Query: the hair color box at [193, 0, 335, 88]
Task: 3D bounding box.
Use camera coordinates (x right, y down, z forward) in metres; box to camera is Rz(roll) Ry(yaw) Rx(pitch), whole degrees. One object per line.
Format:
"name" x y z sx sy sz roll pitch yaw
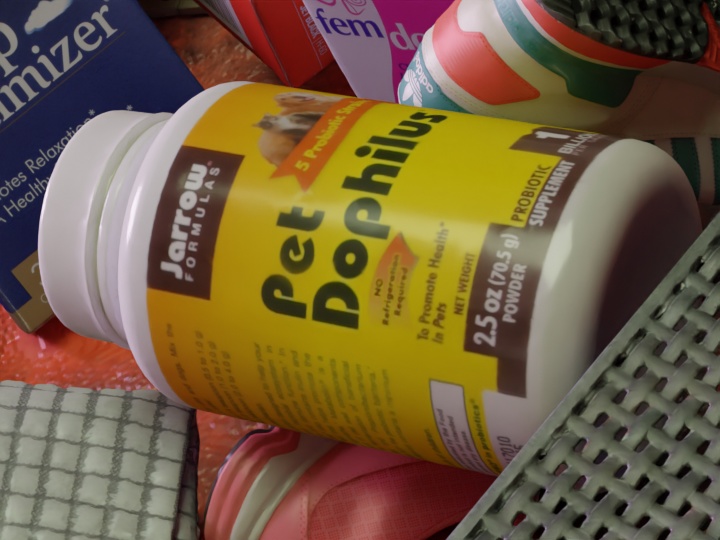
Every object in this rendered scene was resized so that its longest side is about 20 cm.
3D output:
"hair color box" 0.014 -0.174 1.005 0.200 0.061 0.102 -39 51 -10

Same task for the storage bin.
"storage bin" 0.119 0.076 0.719 0.094 0.135 0.200 32 70 31

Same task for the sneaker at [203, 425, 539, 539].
"sneaker" 0.042 0.053 0.861 0.200 0.074 0.087 -41 67 -16

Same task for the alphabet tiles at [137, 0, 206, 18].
"alphabet tiles" -0.042 -0.196 1.170 0.167 0.008 0.200 -2 49 28

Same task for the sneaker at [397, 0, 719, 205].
"sneaker" 0.099 -0.054 0.847 0.093 0.199 0.071 -38 50 34

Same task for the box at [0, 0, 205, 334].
"box" -0.151 -0.089 1.000 0.121 0.200 0.032 -40 12 -9

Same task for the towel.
"towel" -0.139 0.133 0.830 0.165 0.086 0.201 6 52 -3

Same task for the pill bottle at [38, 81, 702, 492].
"pill bottle" 0.000 0.000 0.783 0.199 0.109 0.109 10 56 27

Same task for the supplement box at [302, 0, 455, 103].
"supplement box" 0.047 -0.115 0.901 0.101 0.200 0.104 7 54 35
